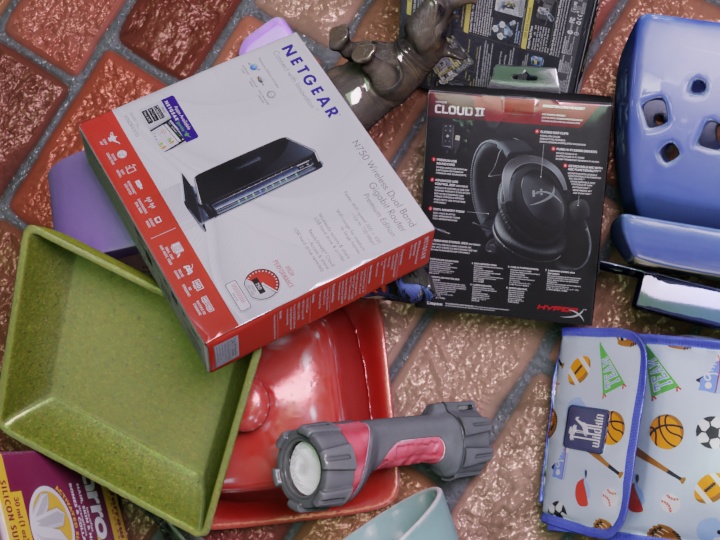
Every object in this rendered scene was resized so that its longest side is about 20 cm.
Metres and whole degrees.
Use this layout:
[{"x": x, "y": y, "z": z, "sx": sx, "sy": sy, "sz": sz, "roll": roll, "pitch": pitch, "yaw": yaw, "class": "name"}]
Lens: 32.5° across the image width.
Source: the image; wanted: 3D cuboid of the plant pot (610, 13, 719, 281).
[{"x": 0.291, "y": -0.081, "z": 0.959, "sx": 0.199, "sy": 0.200, "sz": 0.181, "roll": 9, "pitch": 91, "yaw": 9, "class": "plant pot"}]

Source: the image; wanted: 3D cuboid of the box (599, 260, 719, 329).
[{"x": 0.285, "y": 0.031, "z": 0.979, "sx": 0.199, "sy": 0.121, "sz": 0.033, "roll": 15, "pitch": 90, "yaw": 11, "class": "box"}]

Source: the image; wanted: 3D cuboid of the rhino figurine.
[{"x": 0.010, "y": -0.158, "z": 0.989, "sx": 0.200, "sy": 0.087, "sz": 0.060, "roll": -36, "pitch": 53, "yaw": 11, "class": "rhino figurine"}]

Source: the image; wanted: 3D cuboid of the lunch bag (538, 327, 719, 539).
[{"x": 0.245, "y": 0.135, "z": 0.977, "sx": 0.199, "sy": 0.124, "sz": 0.171, "roll": 6, "pitch": 84, "yaw": 24, "class": "lunch bag"}]

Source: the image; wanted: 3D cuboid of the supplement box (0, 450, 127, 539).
[{"x": -0.280, "y": 0.222, "z": 1.009, "sx": 0.103, "sy": 0.200, "sz": 0.132, "roll": -20, "pitch": 80, "yaw": 11, "class": "supplement box"}]

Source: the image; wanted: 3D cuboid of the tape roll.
[{"x": -0.154, "y": -0.047, "z": 1.024, "sx": 0.199, "sy": 0.200, "sz": 0.086, "roll": -9, "pitch": 82, "yaw": 8, "class": "tape roll"}]

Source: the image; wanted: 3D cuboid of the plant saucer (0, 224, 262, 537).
[{"x": -0.172, "y": 0.078, "z": 0.937, "sx": 0.199, "sy": 0.048, "sz": 0.201, "roll": 26, "pitch": 122, "yaw": 11, "class": "plant saucer"}]

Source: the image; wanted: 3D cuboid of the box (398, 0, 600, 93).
[{"x": 0.113, "y": -0.217, "z": 1.004, "sx": 0.160, "sy": 0.200, "sz": 0.049, "roll": 16, "pitch": 55, "yaw": 11, "class": "box"}]

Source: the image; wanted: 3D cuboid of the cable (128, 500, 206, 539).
[{"x": -0.162, "y": 0.231, "z": 1.046, "sx": 0.050, "sy": 0.097, "sz": 0.200, "roll": -32, "pitch": 86, "yaw": -36, "class": "cable"}]

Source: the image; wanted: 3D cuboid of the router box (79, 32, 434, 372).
[{"x": -0.075, "y": -0.055, "z": 0.875, "sx": 0.179, "sy": 0.049, "sz": 0.200, "roll": -27, "pitch": 65, "yaw": -17, "class": "router box"}]

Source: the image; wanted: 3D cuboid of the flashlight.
[{"x": 0.025, "y": 0.148, "z": 0.976, "sx": 0.068, "sy": 0.199, "sz": 0.068, "roll": 49, "pitch": 121, "yaw": 36, "class": "flashlight"}]

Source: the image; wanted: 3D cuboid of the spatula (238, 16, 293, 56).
[{"x": -0.041, "y": -0.133, "z": 1.106, "sx": 0.056, "sy": 0.021, "sz": 0.201, "roll": -33, "pitch": 80, "yaw": 3, "class": "spatula"}]

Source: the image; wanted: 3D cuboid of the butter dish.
[{"x": -0.080, "y": 0.110, "z": 1.019, "sx": 0.199, "sy": 0.148, "sz": 0.201, "roll": -8, "pitch": 81, "yaw": 9, "class": "butter dish"}]

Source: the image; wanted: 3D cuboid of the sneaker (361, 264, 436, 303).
[{"x": 0.000, "y": 0.000, "z": 0.995, "sx": 0.078, "sy": 0.200, "sz": 0.076, "roll": -26, "pitch": 100, "yaw": -16, "class": "sneaker"}]

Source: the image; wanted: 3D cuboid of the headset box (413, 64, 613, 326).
[{"x": 0.127, "y": -0.066, "z": 1.012, "sx": 0.148, "sy": 0.077, "sz": 0.201, "roll": 5, "pitch": 102, "yaw": 10, "class": "headset box"}]

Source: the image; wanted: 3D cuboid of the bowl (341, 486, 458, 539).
[{"x": 0.013, "y": 0.270, "z": 0.965, "sx": 0.200, "sy": 0.201, "sz": 0.105, "roll": -37, "pitch": 89, "yaw": 4, "class": "bowl"}]
